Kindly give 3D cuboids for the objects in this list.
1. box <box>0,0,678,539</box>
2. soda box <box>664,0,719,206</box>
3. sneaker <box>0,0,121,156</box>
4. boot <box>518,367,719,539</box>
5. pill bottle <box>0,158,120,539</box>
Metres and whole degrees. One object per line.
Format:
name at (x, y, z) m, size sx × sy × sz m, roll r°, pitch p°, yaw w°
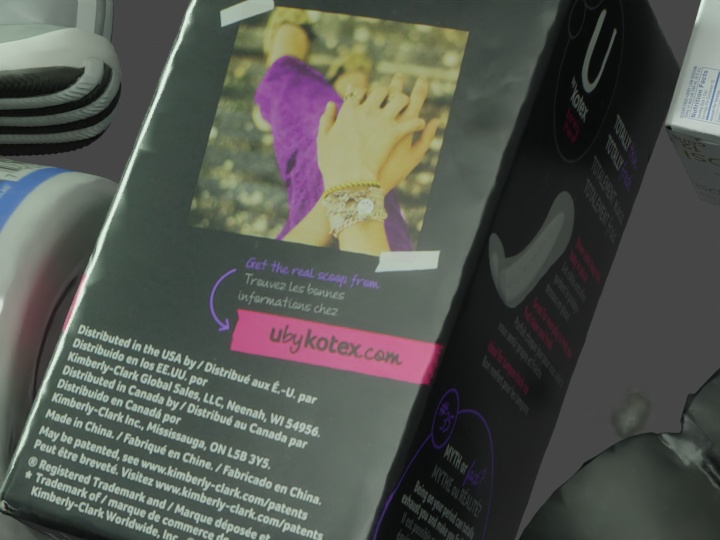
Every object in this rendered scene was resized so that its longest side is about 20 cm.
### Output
box at (0.000, 0.000, 0.750) m, size 0.106 × 0.122 × 0.201 m, roll 16°, pitch 77°, yaw 21°
soda box at (0.148, -0.115, 0.783) m, size 0.063 × 0.068 × 0.201 m, roll 14°, pitch 77°, yaw 20°
sneaker at (-0.171, -0.096, 0.874) m, size 0.199 × 0.075 × 0.116 m, roll 1°, pitch 68°, yaw 6°
boot at (0.106, 0.135, 0.700) m, size 0.165 × 0.066 × 0.200 m, roll -28°, pitch 69°, yaw -22°
pill bottle at (-0.170, 0.012, 0.808) m, size 0.199 × 0.114 × 0.114 m, roll 10°, pitch 75°, yaw 19°
